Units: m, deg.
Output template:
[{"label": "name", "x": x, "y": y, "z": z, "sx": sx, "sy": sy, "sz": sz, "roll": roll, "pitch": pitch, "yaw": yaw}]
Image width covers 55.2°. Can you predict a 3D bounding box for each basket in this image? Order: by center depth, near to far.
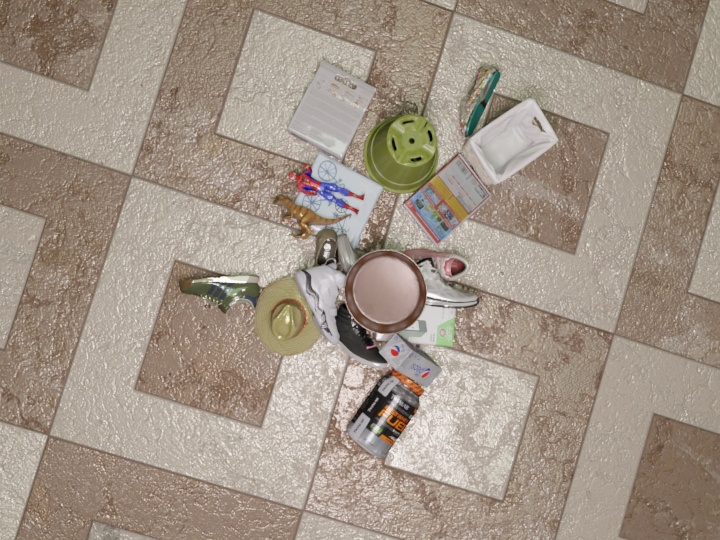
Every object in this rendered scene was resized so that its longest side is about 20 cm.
[{"label": "basket", "x": 0.373, "y": -0.320, "z": 1.749, "sx": 0.199, "sy": 0.123, "sz": 0.136, "roll": -34, "pitch": 92, "yaw": -4}]

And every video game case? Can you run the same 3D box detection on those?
[{"label": "video game case", "x": 0.225, "y": -0.181, "z": 1.776, "sx": 0.200, "sy": 0.017, "sz": 0.143, "roll": -42, "pitch": 101, "yaw": -5}]

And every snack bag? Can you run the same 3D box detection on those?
[{"label": "snack bag", "x": -0.059, "y": -0.178, "z": 1.760, "sx": 0.198, "sy": 0.021, "sz": 0.190, "roll": 25, "pitch": 88, "yaw": -4}]

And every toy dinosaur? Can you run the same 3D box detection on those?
[{"label": "toy dinosaur", "x": -0.129, "y": -0.128, "z": 1.714, "sx": 0.198, "sy": 0.060, "sz": 0.107, "roll": 20, "pitch": 87, "yaw": -4}]

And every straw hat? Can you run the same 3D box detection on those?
[{"label": "straw hat", "x": -0.180, "y": 0.123, "z": 1.690, "sx": 0.198, "sy": 0.085, "sz": 0.204, "roll": 1, "pitch": 97, "yaw": 6}]

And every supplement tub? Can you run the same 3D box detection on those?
[{"label": "supplement tub", "x": 0.065, "y": 0.351, "z": 1.710, "sx": 0.122, "sy": 0.123, "sz": 0.201, "roll": 35, "pitch": 87, "yaw": -3}]

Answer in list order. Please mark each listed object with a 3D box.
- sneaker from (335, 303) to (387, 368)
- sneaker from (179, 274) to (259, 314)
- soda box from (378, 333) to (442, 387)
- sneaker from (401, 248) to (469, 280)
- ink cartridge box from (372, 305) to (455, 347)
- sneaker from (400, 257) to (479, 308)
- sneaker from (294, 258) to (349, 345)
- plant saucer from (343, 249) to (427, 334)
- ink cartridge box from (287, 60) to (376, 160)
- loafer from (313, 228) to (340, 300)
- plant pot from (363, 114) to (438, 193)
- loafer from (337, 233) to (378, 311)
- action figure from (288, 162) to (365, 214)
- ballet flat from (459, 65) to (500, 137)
[{"label": "sneaker", "x": 0.000, "y": 0.154, "z": 1.683, "sx": 0.199, "sy": 0.070, "sz": 0.100, "roll": 35, "pitch": 112, "yaw": 33}, {"label": "sneaker", "x": -0.347, "y": 0.063, "z": 1.706, "sx": 0.197, "sy": 0.067, "sz": 0.091, "roll": -4, "pitch": 84, "yaw": -8}, {"label": "soda box", "x": 0.125, "y": 0.221, "z": 1.679, "sx": 0.064, "sy": 0.200, "sz": 0.068, "roll": -48, "pitch": 56, "yaw": 3}, {"label": "sneaker", "x": 0.182, "y": -0.015, "z": 1.737, "sx": 0.197, "sy": 0.105, "sz": 0.077, "roll": 3, "pitch": 92, "yaw": -4}, {"label": "ink cartridge box", "x": 0.135, "y": 0.111, "z": 1.739, "sx": 0.197, "sy": 0.084, "sz": 0.148, "roll": 5, "pitch": 88, "yaw": -4}, {"label": "sneaker", "x": 0.192, "y": 0.029, "z": 1.662, "sx": 0.198, "sy": 0.076, "sz": 0.117, "roll": 5, "pitch": 93, "yaw": -2}, {"label": "sneaker", "x": -0.070, "y": 0.072, "z": 1.659, "sx": 0.114, "sy": 0.075, "sz": 0.202, "roll": -27, "pitch": 98, "yaw": -12}, {"label": "plant saucer", "x": 0.060, "y": 0.049, "z": 1.625, "sx": 0.197, "sy": 0.034, "sz": 0.203, "roll": 1, "pitch": 99, "yaw": 8}, {"label": "ink cartridge box", "x": -0.073, "y": -0.406, "z": 1.753, "sx": 0.160, "sy": 0.050, "sz": 0.202, "roll": 27, "pitch": 82, "yaw": -4}, {"label": "loafer", "x": -0.087, "y": -0.002, "z": 1.723, "sx": 0.075, "sy": 0.068, "sz": 0.203, "roll": -2, "pitch": 98, "yaw": -5}, {"label": "plant pot", "x": 0.114, "y": -0.302, "z": 1.693, "sx": 0.197, "sy": 0.190, "sz": 0.203, "roll": 0, "pitch": 89, "yaw": -6}, {"label": "loafer", "x": 0.000, "y": 0.000, "z": 1.679, "sx": 0.069, "sy": 0.070, "sz": 0.202, "roll": -22, "pitch": 94, "yaw": 6}, {"label": "action figure", "x": -0.087, "y": -0.204, "z": 1.702, "sx": 0.198, "sy": 0.099, "sz": 0.066, "roll": 22, "pitch": 87, "yaw": -1}, {"label": "ballet flat", "x": 0.295, "y": -0.439, "z": 1.781, "sx": 0.063, "sy": 0.076, "sz": 0.202, "roll": 24, "pitch": 82, "yaw": 27}]
